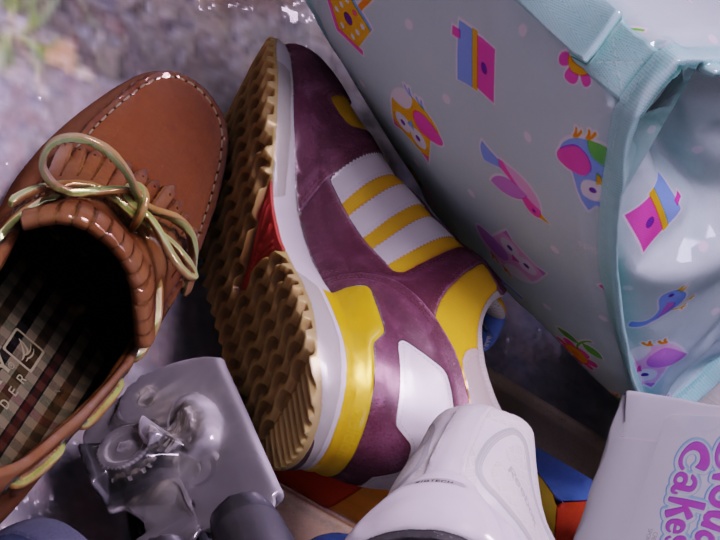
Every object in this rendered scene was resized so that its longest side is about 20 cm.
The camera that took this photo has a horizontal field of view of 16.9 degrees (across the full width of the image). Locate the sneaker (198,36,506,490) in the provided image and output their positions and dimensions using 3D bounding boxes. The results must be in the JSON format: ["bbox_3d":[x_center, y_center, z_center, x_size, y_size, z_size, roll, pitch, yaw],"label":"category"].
[{"bbox_3d":[0.000,0.000,0.829,0.090,0.075,0.200,14,40,-21],"label":"sneaker"}]

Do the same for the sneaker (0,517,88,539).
[{"bbox_3d":[-0.093,0.168,0.697,0.082,0.070,0.200,-1,67,-44],"label":"sneaker"}]

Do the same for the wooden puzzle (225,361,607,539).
[{"bbox_3d":[0.025,0.110,0.848,0.185,0.046,0.200,32,50,-25],"label":"wooden puzzle"}]

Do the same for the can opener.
[{"bbox_3d":[-0.035,0.102,0.724,0.067,0.053,0.200,62,0,-42],"label":"can opener"}]

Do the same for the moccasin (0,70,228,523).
[{"bbox_3d":[-0.093,0.002,0.780,0.074,0.078,0.201,46,45,-10],"label":"moccasin"}]

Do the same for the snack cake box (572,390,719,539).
[{"bbox_3d":[0.147,0.138,0.859,0.200,0.067,0.115,40,66,-45],"label":"snack cake box"}]

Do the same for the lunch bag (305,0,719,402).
[{"bbox_3d":[0.072,-0.066,0.825,0.170,0.122,0.200,48,-6,32],"label":"lunch bag"}]

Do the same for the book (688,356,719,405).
[{"bbox_3d":[0.184,0.064,0.978,0.200,0.048,0.134,32,18,-24],"label":"book"}]

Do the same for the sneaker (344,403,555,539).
[{"bbox_3d":[0.041,0.130,0.754,0.081,0.075,0.200,-70,159,-50],"label":"sneaker"}]
